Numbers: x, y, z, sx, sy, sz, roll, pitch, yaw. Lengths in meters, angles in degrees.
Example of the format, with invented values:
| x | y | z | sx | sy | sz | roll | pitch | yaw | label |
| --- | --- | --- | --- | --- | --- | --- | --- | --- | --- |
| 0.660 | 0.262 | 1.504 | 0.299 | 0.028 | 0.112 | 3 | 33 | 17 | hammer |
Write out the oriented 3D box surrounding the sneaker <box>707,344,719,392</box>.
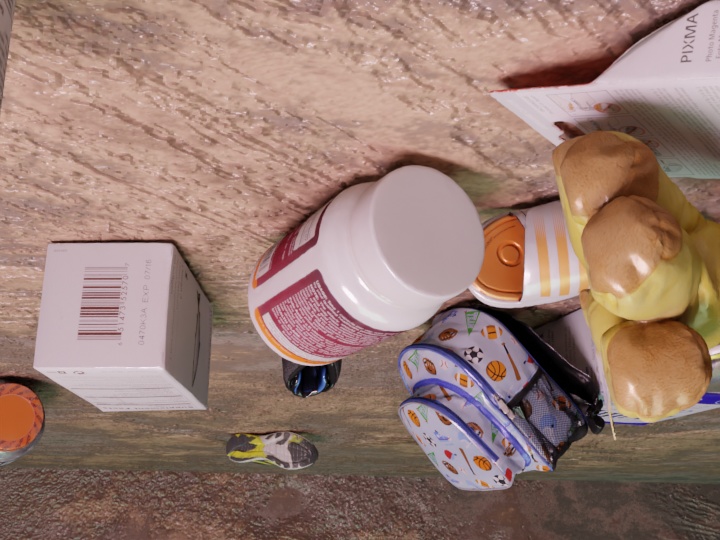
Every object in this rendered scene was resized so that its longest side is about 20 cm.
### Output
| x | y | z | sx | sy | sz | roll | pitch | yaw | label |
| --- | --- | --- | --- | --- | --- | --- | --- | --- | --- |
| 0.377 | 0.104 | 0.798 | 0.198 | 0.082 | 0.074 | -5 | 161 | 22 | sneaker |

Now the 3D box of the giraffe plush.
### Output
| x | y | z | sx | sy | sz | roll | pitch | yaw | label |
| --- | --- | --- | --- | --- | --- | --- | --- | --- | --- |
| 0.207 | 0.004 | 0.503 | 0.161 | 0.173 | 0.201 | -13 | 131 | 10 | giraffe plush |

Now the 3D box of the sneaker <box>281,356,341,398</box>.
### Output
| x | y | z | sx | sy | sz | roll | pitch | yaw | label |
| --- | --- | --- | --- | --- | --- | --- | --- | --- | --- |
| -0.065 | 0.080 | 0.935 | 0.072 | 0.113 | 0.200 | 5 | 161 | -13 | sneaker |

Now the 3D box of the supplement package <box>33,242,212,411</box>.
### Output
| x | y | z | sx | sy | sz | roll | pitch | yaw | label |
| --- | --- | --- | --- | --- | --- | --- | --- | --- | --- |
| -0.217 | 0.061 | 0.866 | 0.116 | 0.118 | 0.200 | -1 | 162 | 1 | supplement package |

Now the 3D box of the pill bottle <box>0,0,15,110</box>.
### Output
| x | y | z | sx | sy | sz | roll | pitch | yaw | label |
| --- | --- | --- | --- | --- | --- | --- | --- | --- | --- |
| -0.200 | -0.067 | 0.353 | 0.112 | 0.202 | 0.113 | -1 | 162 | 0 | pill bottle |

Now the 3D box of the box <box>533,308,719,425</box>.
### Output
| x | y | z | sx | sy | sz | roll | pitch | yaw | label |
| --- | --- | --- | --- | --- | --- | --- | --- | --- | --- |
| 0.313 | 0.110 | 1.043 | 0.182 | 0.106 | 0.200 | 7 | 161 | -19 | box |

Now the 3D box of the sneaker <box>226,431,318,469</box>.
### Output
| x | y | z | sx | sy | sz | roll | pitch | yaw | label |
| --- | --- | --- | --- | --- | --- | --- | --- | --- | --- |
| -0.179 | 0.374 | 1.893 | 0.198 | 0.075 | 0.085 | 4 | 169 | 15 | sneaker |

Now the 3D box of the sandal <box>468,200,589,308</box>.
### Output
| x | y | z | sx | sy | sz | roll | pitch | yaw | label |
| --- | --- | --- | --- | --- | --- | --- | --- | --- | --- |
| 0.180 | -0.024 | 0.700 | 0.204 | 0.080 | 0.059 | -7 | 161 | -7 | sandal |

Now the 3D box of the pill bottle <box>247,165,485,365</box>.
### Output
| x | y | z | sx | sy | sz | roll | pitch | yaw | label |
| --- | --- | --- | --- | --- | --- | --- | --- | --- | --- |
| 0.000 | 0.000 | 0.695 | 0.113 | 0.115 | 0.200 | 10 | 160 | -27 | pill bottle |

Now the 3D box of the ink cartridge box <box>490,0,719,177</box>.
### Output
| x | y | z | sx | sy | sz | roll | pitch | yaw | label |
| --- | --- | --- | --- | --- | --- | --- | --- | --- | --- |
| 0.202 | -0.098 | 0.525 | 0.199 | 0.058 | 0.162 | 12 | 173 | 41 | ink cartridge box |

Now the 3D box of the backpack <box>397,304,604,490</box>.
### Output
| x | y | z | sx | sy | sz | roll | pitch | yaw | label |
| --- | --- | --- | --- | --- | --- | --- | --- | --- | --- |
| 0.127 | 0.138 | 0.981 | 0.154 | 0.191 | 0.200 | -35 | -179 | -30 | backpack |

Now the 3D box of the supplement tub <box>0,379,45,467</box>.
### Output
| x | y | z | sx | sy | sz | roll | pitch | yaw | label |
| --- | --- | --- | --- | --- | --- | --- | --- | --- | --- |
| -0.556 | 0.236 | 1.375 | 0.122 | 0.124 | 0.200 | 11 | 158 | -30 | supplement tub |
